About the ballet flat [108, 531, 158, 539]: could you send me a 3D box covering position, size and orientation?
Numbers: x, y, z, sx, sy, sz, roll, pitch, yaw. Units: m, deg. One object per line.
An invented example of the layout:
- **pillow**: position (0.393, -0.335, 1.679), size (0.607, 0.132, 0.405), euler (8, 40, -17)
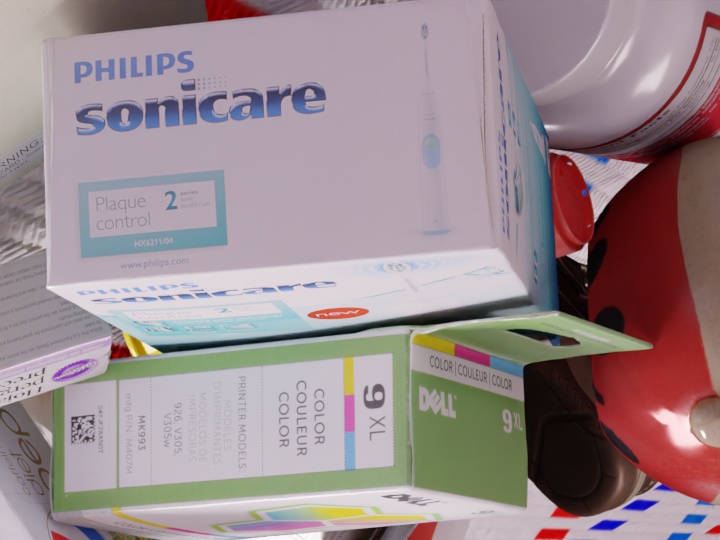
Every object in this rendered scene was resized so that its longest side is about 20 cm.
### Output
- **ballet flat**: position (-0.144, 0.156, 1.056), size (0.200, 0.071, 0.071), euler (-40, 163, 30)

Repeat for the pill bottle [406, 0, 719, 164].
- **pill bottle**: position (0.098, -0.103, 0.997), size (0.112, 0.112, 0.200), euler (-44, 161, 19)

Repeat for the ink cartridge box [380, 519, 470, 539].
- **ink cartridge box**: position (0.044, 0.112, 1.180), size (0.200, 0.050, 0.162), euler (-55, -174, 36)

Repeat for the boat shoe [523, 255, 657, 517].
- **boat shoe**: position (0.068, 0.016, 1.082), size (0.075, 0.203, 0.075), euler (-17, 157, -42)

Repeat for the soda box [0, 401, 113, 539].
- **soda box**: position (-0.138, 0.103, 0.908), size (0.068, 0.200, 0.064), euler (-41, 162, 13)

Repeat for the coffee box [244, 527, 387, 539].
- **coffee box**: position (-0.049, 0.127, 1.110), size (0.114, 0.080, 0.201), euler (-35, 158, -57)

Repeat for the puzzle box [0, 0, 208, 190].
- **puzzle box**: position (-0.140, -0.055, 0.801), size (0.199, 0.025, 0.133), euler (-34, 163, -11)

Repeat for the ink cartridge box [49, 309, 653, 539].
- **ink cartridge box**: position (-0.002, 0.059, 0.891), size (0.199, 0.060, 0.104), euler (-8, 167, 25)

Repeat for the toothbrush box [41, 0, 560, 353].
- **toothbrush box**: position (-0.012, -0.023, 0.850), size (0.145, 0.086, 0.200), euler (-4, 168, 8)

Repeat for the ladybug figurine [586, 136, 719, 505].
- **ladybug figurine**: position (0.127, 0.021, 0.978), size (0.071, 0.137, 0.200), euler (-5, -163, 7)

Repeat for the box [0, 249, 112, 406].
- **box**: position (-0.184, 0.042, 0.840), size (0.199, 0.042, 0.039), euler (-19, 162, -18)

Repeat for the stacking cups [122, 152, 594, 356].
- **stacking cups**: position (0.000, 0.000, 1.005), size (0.199, 0.061, 0.060), euler (-13, 173, 25)

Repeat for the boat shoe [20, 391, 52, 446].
- **boat shoe**: position (-0.202, 0.114, 1.042), size (0.200, 0.072, 0.066), euler (-36, 135, 14)
